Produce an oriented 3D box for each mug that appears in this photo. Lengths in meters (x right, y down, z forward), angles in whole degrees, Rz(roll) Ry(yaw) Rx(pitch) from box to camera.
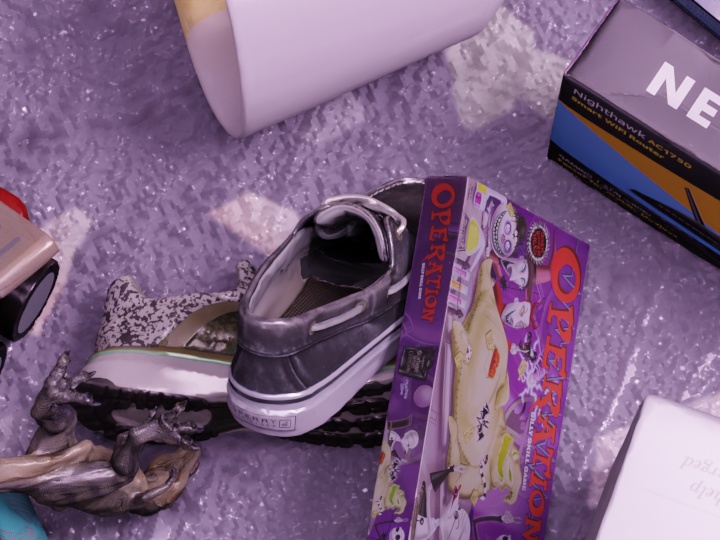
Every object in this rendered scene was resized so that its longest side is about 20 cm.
[{"bbox_3d":[-0.014,-0.174,1.433,0.153,0.149,0.187,-16,84,-10],"label":"mug"}]

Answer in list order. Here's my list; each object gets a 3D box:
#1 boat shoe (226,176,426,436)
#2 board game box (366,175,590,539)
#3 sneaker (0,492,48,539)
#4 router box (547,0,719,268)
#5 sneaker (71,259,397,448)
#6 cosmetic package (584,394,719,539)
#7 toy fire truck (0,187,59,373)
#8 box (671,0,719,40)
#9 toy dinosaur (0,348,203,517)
[{"bbox_3d":[0.000,0.000,1.377,0.072,0.071,0.200,16,36,15],"label":"boat shoe"},{"bbox_3d":[0.056,0.067,1.392,0.032,0.120,0.201,2,76,31],"label":"board game box"},{"bbox_3d":[-0.149,0.152,1.395,0.199,0.084,0.121,-4,87,1],"label":"sneaker"},{"bbox_3d":[0.186,-0.038,1.393,0.200,0.149,0.051,33,79,8],"label":"router box"},{"bbox_3d":[-0.041,0.032,1.426,0.199,0.077,0.089,2,65,-3],"label":"sneaker"},{"bbox_3d":[0.170,0.172,1.322,0.164,0.200,0.165,20,79,5],"label":"cosmetic package"},{"bbox_3d":[-0.210,0.025,1.354,0.128,0.200,0.176,28,73,7],"label":"toy fire truck"},{"bbox_3d":[0.259,-0.181,1.467,0.137,0.038,0.200,40,86,14],"label":"box"},{"bbox_3d":[-0.131,0.082,1.349,0.088,0.200,0.048,-42,55,33],"label":"toy dinosaur"}]
